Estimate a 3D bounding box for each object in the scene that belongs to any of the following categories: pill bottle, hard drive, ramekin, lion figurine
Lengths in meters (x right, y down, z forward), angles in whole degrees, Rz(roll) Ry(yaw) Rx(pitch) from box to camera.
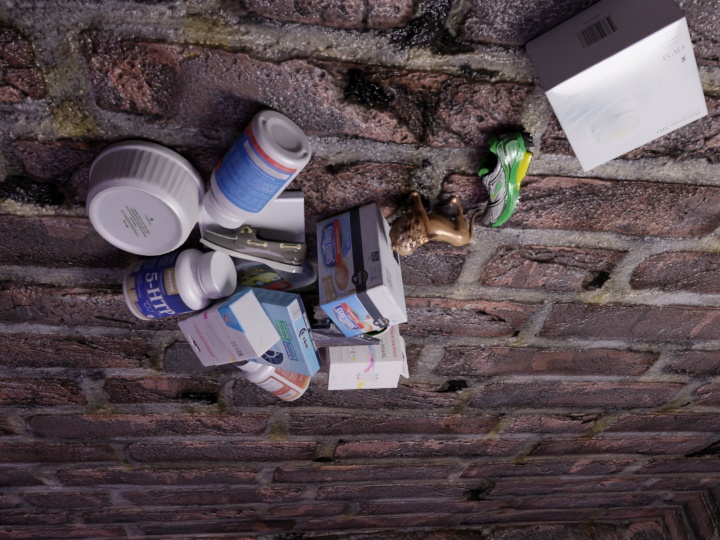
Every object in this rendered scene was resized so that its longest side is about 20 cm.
[{"bbox_3d":[-0.350,0.023,1.239,0.197,0.121,0.120,-12,143,19],"label":"pill bottle"},{"bbox_3d":[-0.206,-0.095,1.203,0.197,0.027,0.133,-2,142,-5],"label":"hard drive"},{"bbox_3d":[-0.180,-0.160,1.053,0.111,0.113,0.200,23,132,-33],"label":"pill bottle"},{"bbox_3d":[-0.370,-0.114,1.081,0.199,0.095,0.204,1,138,1],"label":"ramekin"},{"bbox_3d":[-0.219,0.234,1.552,0.111,0.113,0.200,-24,138,22],"label":"pill bottle"},{"bbox_3d":[0.147,-0.080,1.192,0.197,0.124,0.073,1,142,-11],"label":"lion figurine"}]

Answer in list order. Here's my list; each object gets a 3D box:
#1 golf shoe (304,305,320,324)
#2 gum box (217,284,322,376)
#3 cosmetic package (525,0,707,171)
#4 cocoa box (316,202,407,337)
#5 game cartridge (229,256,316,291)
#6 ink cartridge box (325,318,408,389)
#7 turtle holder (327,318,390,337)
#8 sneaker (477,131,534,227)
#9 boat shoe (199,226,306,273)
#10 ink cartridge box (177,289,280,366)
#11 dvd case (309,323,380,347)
[{"bbox_3d":[-0.168,0.113,1.391,0.094,0.079,0.200,-28,154,15],"label":"golf shoe"},{"bbox_3d":[-0.185,0.118,1.272,0.198,0.045,0.172,8,126,35],"label":"gum box"},{"bbox_3d":[0.389,-0.290,0.961,0.198,0.124,0.200,-25,140,23],"label":"cosmetic package"},{"bbox_3d":[0.000,0.000,1.210,0.130,0.202,0.134,-16,142,15],"label":"cocoa box"},{"bbox_3d":[-0.206,0.006,1.304,0.198,0.041,0.133,-16,142,22],"label":"game cartridge"},{"bbox_3d":[0.017,0.199,1.527,0.197,0.130,0.126,-2,142,-7],"label":"ink cartridge box"},{"bbox_3d":[0.001,0.074,1.360,0.183,0.133,0.142,-11,143,6],"label":"turtle holder"},{"bbox_3d":[0.248,-0.166,1.149,0.084,0.079,0.202,4,133,-2],"label":"sneaker"},{"bbox_3d":[-0.200,-0.048,1.192,0.199,0.072,0.061,16,95,-5],"label":"boat shoe"},{"bbox_3d":[-0.264,0.117,1.250,0.199,0.068,0.116,-16,108,44],"label":"ink cartridge box"},{"bbox_3d":[-0.080,0.138,1.317,0.198,0.016,0.148,-8,158,43],"label":"dvd case"}]
